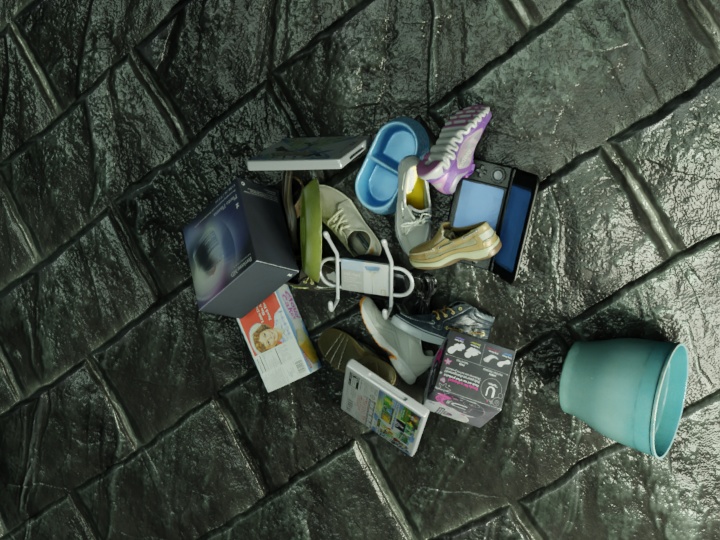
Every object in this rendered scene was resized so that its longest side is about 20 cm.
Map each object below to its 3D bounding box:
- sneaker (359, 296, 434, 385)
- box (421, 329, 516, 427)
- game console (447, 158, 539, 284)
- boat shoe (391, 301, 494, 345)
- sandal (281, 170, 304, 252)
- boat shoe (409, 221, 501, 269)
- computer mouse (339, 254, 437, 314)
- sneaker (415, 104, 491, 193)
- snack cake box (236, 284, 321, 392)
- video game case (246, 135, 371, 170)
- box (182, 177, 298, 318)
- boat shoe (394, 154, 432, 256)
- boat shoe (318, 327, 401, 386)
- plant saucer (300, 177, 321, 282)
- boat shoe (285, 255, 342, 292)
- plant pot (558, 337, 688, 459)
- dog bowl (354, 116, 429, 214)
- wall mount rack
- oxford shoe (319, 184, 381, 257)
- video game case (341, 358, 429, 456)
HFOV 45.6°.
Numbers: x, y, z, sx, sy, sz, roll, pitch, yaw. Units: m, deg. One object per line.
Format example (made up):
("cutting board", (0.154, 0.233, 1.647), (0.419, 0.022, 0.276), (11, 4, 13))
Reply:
("sneaker", (0.075, 0.124, 1.712), (0.091, 0.076, 0.201), (-35, 102, 4))
("box", (0.193, 0.205, 1.582), (0.130, 0.201, 0.117), (17, 70, 2))
("game console", (0.239, -0.097, 1.604), (0.173, 0.116, 0.204), (16, 101, 18))
("boat shoe", (0.160, 0.095, 1.657), (0.197, 0.071, 0.093), (19, 96, -13))
("sandal", (-0.133, -0.136, 1.765), (0.053, 0.082, 0.204), (-5, 105, -9))
("boat shoe", (0.166, -0.057, 1.599), (0.197, 0.072, 0.077), (-13, 119, 37))
("computer mouse", (0.056, 0.021, 1.695), (0.196, 0.053, 0.140), (19, 136, 8))
("sneaker", (0.188, -0.224, 1.612), (0.201, 0.089, 0.080), (-53, 31, -18))
("snack cake box", (-0.178, 0.140, 1.814), (0.114, 0.067, 0.203), (-25, 87, 23))
("video game case", (-0.098, -0.232, 1.683), (0.196, 0.182, 0.022), (1, 112, 20))
("box", (-0.246, -0.042, 1.736), (0.199, 0.122, 0.201), (-37, 58, 32))
("boat shoe", (0.109, -0.113, 1.645), (0.073, 0.086, 0.206), (-3, 110, -7))
("boat shoe", (-0.002, 0.186, 1.752), (0.199, 0.066, 0.073), (29, 89, 32))
("plant saucer", (-0.099, -0.078, 1.673), (0.030, 0.200, 0.205), (-1, 96, -8))
("boat shoe", (-0.117, 0.007, 1.779), (0.197, 0.060, 0.073), (10, 99, 20))
("plant pot", (0.462, 0.210, 1.523), (0.185, 0.199, 0.205), (11, 100, 34))
("dog bowl", (0.057, -0.207, 1.696), (0.110, 0.049, 0.203), (31, 105, 15))
("wall mount rack", (0.000, 0.000, 1.617), (0.196, 0.075, 0.177), (7, 118, 17))
("oxford shoe", (-0.034, -0.098, 1.740), (0.075, 0.058, 0.201), (-45, 79, 21))
("video game case", (0.044, 0.273, 1.692), (0.180, 0.022, 0.201), (32, 149, 15))
